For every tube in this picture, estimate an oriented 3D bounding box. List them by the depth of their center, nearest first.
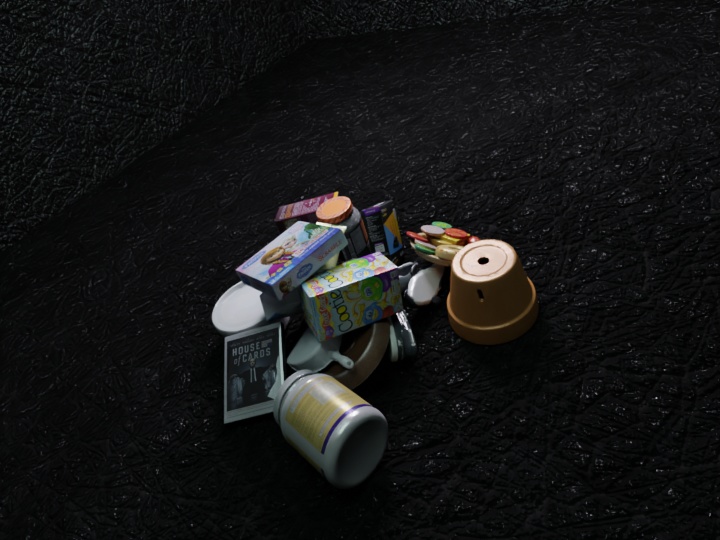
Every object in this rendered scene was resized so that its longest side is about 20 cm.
[{"bbox_3d":[-0.079,-0.027,1.240,0.051,0.057,0.205,-25,45,38],"label":"tube"}]

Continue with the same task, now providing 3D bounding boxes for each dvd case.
[{"bbox_3d":[-0.233,0.226,1.195,0.145,0.025,0.206,-15,59,10],"label":"dvd case"}]

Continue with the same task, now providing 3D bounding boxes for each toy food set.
[{"bbox_3d":[0.209,-0.063,1.303,0.194,0.050,0.198,22,27,30],"label":"toy food set"}]

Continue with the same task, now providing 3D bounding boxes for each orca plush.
[{"bbox_3d":[0.142,0.027,1.273,0.070,0.105,0.203,-32,24,43],"label":"orca plush"}]

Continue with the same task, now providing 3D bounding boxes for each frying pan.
[{"bbox_3d":[-0.102,0.117,1.291,0.190,0.112,0.032,-43,57,39],"label":"frying pan"}]

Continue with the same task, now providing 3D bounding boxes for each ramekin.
[{"bbox_3d":[-0.267,0.112,1.358,0.195,0.096,0.206,-14,37,11],"label":"ramekin"}]

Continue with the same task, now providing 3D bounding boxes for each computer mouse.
[{"bbox_3d":[0.061,0.043,1.285,0.195,0.111,0.044,-26,60,-19],"label":"computer mouse"}]

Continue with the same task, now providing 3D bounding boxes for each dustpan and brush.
[{"bbox_3d":[-0.072,0.169,1.138,0.141,0.057,0.199,-56,22,-13],"label":"dustpan and brush"}]

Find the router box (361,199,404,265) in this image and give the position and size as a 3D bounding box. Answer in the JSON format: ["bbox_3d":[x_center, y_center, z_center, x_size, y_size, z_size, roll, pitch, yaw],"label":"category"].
[{"bbox_3d":[0.060,-0.088,1.328,0.049,0.155,0.200,-11,9,14],"label":"router box"}]

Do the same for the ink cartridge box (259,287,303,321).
[{"bbox_3d":[-0.126,0.052,1.273,0.195,0.070,0.115,-11,-17,-39],"label":"ink cartridge box"}]

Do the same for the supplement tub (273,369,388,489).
[{"bbox_3d":[-0.059,0.281,0.987,0.145,0.148,0.197,-39,39,-24],"label":"supplement tub"}]

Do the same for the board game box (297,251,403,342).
[{"bbox_3d":[-0.022,0.051,1.132,0.194,0.106,0.105,-19,26,-17],"label":"board game box"}]

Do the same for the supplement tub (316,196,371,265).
[{"bbox_3d":[-0.039,-0.078,1.388,0.118,0.204,0.124,-14,35,10],"label":"supplement tub"}]

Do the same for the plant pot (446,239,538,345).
[{"bbox_3d":[0.270,0.033,1.135,0.193,0.143,0.203,-13,36,10],"label":"plant pot"}]

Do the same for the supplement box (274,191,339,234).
[{"bbox_3d":[-0.144,-0.145,1.607,0.193,0.113,0.087,-12,35,14],"label":"supplement box"}]

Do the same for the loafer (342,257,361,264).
[{"bbox_3d":[0.000,0.000,1.307,0.068,0.071,0.200,-7,-3,19],"label":"loafer"}]

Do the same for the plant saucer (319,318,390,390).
[{"bbox_3d":[-0.022,0.165,1.151,0.198,0.034,0.203,-35,30,24],"label":"plant saucer"}]

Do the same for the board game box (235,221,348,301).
[{"bbox_3d":[-0.154,-0.029,1.179,0.199,0.042,0.197,-41,29,-23],"label":"board game box"}]

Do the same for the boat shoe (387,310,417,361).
[{"bbox_3d":[0.083,0.123,1.184,0.058,0.078,0.203,-1,39,-5],"label":"boat shoe"}]
